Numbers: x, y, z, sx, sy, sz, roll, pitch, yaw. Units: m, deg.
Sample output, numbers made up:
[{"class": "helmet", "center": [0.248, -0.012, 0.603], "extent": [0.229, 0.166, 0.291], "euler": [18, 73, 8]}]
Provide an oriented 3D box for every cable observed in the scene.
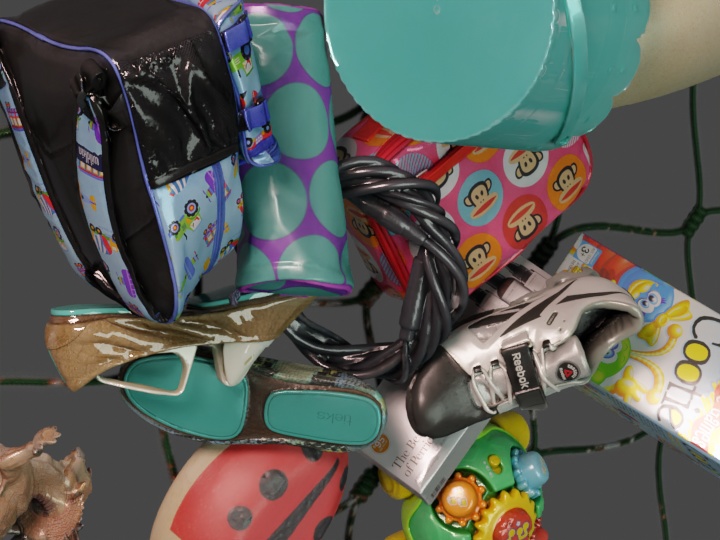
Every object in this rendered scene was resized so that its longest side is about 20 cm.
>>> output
[{"class": "cable", "center": [0.000, 0.000, 1.469], "extent": [0.162, 0.051, 0.201], "euler": [-16, 121, 14]}]

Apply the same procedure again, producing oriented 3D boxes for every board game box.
[{"class": "board game box", "center": [0.243, 0.073, 1.629], "extent": [0.103, 0.199, 0.105], "euler": [-56, 157, -5]}]

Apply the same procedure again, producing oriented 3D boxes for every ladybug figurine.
[{"class": "ladybug figurine", "center": [-0.076, 0.181, 1.525], "extent": [0.201, 0.072, 0.136], "euler": [-54, 131, -7]}]

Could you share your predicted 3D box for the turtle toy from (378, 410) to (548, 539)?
[{"class": "turtle toy", "center": [0.098, 0.216, 1.656], "extent": [0.145, 0.101, 0.202], "euler": [-18, 119, -31]}]

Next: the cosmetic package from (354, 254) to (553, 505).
[{"class": "cosmetic package", "center": [0.077, 0.077, 1.588], "extent": [0.201, 0.082, 0.051], "euler": [-54, 160, -7]}]

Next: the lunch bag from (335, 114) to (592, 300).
[{"class": "lunch bag", "center": [0.072, -0.087, 1.529], "extent": [0.200, 0.082, 0.177], "euler": [-40, 124, -18]}]

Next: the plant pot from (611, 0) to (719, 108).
[{"class": "plant pot", "center": [0.213, -0.205, 1.494], "extent": [0.200, 0.186, 0.189], "euler": [-37, 128, -32]}]

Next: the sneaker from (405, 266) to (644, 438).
[{"class": "sneaker", "center": [0.126, 0.065, 1.512], "extent": [0.199, 0.088, 0.075], "euler": [-33, 116, -16]}]

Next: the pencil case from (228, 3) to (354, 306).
[{"class": "pencil case", "center": [-0.056, -0.080, 1.366], "extent": [0.084, 0.092, 0.202], "euler": [-5, 85, -14]}]

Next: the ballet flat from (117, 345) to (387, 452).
[{"class": "ballet flat", "center": [-0.080, 0.092, 1.478], "extent": [0.198, 0.074, 0.075], "euler": [13, 102, -6]}]

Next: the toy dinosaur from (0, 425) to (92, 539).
[{"class": "toy dinosaur", "center": [-0.263, 0.168, 1.372], "extent": [0.199, 0.086, 0.136], "euler": [-24, 129, -22]}]

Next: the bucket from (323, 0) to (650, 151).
[{"class": "bucket", "center": [0.083, -0.179, 1.370], "extent": [0.134, 0.206, 0.209], "euler": [-13, 118, -59]}]

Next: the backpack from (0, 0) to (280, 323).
[{"class": "backpack", "center": [-0.139, -0.076, 1.294], "extent": [0.134, 0.182, 0.202], "euler": [-29, 119, -28]}]

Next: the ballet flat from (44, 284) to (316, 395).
[{"class": "ballet flat", "center": [-0.121, 0.049, 1.410], "extent": [0.198, 0.068, 0.073], "euler": [-9, 98, -18]}]
